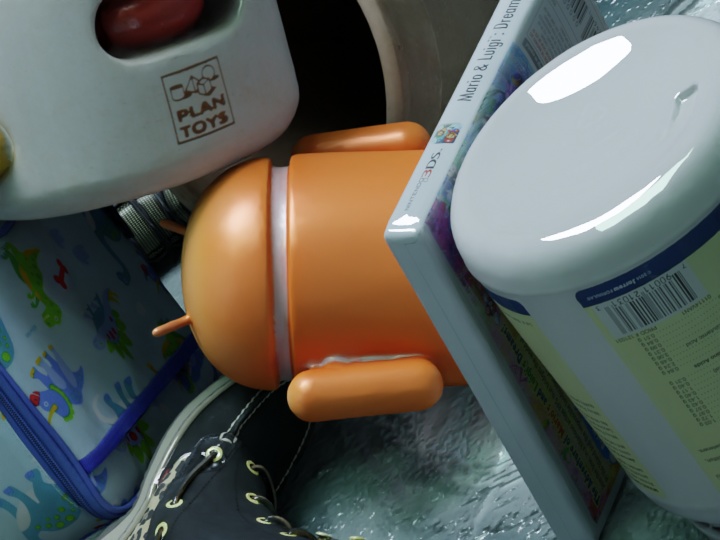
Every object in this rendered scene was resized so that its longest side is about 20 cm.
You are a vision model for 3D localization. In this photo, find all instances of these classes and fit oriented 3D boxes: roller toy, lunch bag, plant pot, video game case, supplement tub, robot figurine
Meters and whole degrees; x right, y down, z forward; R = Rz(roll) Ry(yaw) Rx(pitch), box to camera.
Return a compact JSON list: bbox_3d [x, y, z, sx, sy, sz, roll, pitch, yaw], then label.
[{"bbox_3d":[-0.128,-0.103,1.471,0.181,0.140,0.200,-12,14,15],"label":"roller toy"},{"bbox_3d":[-0.156,0.049,1.512,0.082,0.161,0.200,-32,8,24],"label":"lunch bag"},{"bbox_3d":[-0.011,-0.132,1.609,0.200,0.201,0.174,-9,16,41],"label":"plant pot"},{"bbox_3d":[0.089,-0.012,1.315,0.024,0.200,0.182,-1,46,33],"label":"video game case"},{"bbox_3d":[0.144,0.011,1.223,0.145,0.200,0.145,-27,32,19],"label":"supplement tub"},{"bbox_3d":[0.000,-0.001,1.441,0.199,0.145,0.117,-2,-2,1],"label":"robot figurine"}]

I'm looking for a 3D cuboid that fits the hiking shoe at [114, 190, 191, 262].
[{"bbox_3d":[-0.135,-0.036,1.718,0.100,0.076,0.200,-11,39,44],"label":"hiking shoe"}]

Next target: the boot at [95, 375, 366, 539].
[{"bbox_3d":[-0.039,0.127,1.407,0.153,0.074,0.204,4,43,39],"label":"boot"}]
